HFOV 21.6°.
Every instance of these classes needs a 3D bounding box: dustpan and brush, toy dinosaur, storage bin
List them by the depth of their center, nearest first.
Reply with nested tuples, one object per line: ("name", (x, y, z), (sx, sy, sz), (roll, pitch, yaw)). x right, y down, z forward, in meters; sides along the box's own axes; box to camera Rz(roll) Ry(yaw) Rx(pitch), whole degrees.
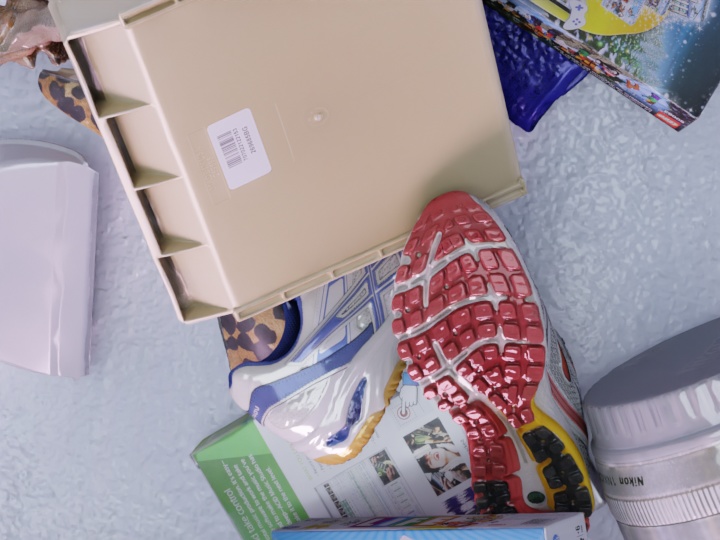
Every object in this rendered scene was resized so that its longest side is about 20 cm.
("storage bin", (-0.034, -0.098, 0.934), (0.197, 0.094, 0.201), (-23, 133, -6))
("toy dinosaur", (-0.118, -0.148, 1.034), (0.198, 0.135, 0.087), (-2, 94, -25))
("dustpan and brush", (-0.247, -0.019, 1.098), (0.198, 0.057, 0.141), (7, 113, 1))

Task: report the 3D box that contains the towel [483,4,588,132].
("towel", (0.065, -0.191, 1.022), (0.200, 0.050, 0.148), (40, 101, 1))

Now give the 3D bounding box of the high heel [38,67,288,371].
("high heel", (-0.109, -0.022, 1.062), (0.198, 0.071, 0.144), (24, 100, -2))

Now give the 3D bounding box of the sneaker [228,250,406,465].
("sneaker", (0.000, 0.000, 1.018), (0.088, 0.075, 0.201), (29, 76, -8))

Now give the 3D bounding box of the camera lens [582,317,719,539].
("camera lens", (0.220, 0.133, 0.992), (0.159, 0.160, 0.202), (-22, 95, 11))

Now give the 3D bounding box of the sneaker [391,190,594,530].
("sneaker", (0.070, 0.047, 0.990), (0.077, 0.082, 0.202), (-11, 117, 16))

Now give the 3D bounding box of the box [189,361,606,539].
("box", (0.021, 0.116, 1.084), (0.199, 0.036, 0.145), (-30, 93, 10))

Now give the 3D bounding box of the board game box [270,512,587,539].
("board game box", (0.041, 0.199, 0.998), (0.199, 0.034, 0.136), (-8, 92, 44))

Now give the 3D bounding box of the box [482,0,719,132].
("box", (0.162, -0.194, 0.975), (0.136, 0.038, 0.201), (33, 82, -2))
